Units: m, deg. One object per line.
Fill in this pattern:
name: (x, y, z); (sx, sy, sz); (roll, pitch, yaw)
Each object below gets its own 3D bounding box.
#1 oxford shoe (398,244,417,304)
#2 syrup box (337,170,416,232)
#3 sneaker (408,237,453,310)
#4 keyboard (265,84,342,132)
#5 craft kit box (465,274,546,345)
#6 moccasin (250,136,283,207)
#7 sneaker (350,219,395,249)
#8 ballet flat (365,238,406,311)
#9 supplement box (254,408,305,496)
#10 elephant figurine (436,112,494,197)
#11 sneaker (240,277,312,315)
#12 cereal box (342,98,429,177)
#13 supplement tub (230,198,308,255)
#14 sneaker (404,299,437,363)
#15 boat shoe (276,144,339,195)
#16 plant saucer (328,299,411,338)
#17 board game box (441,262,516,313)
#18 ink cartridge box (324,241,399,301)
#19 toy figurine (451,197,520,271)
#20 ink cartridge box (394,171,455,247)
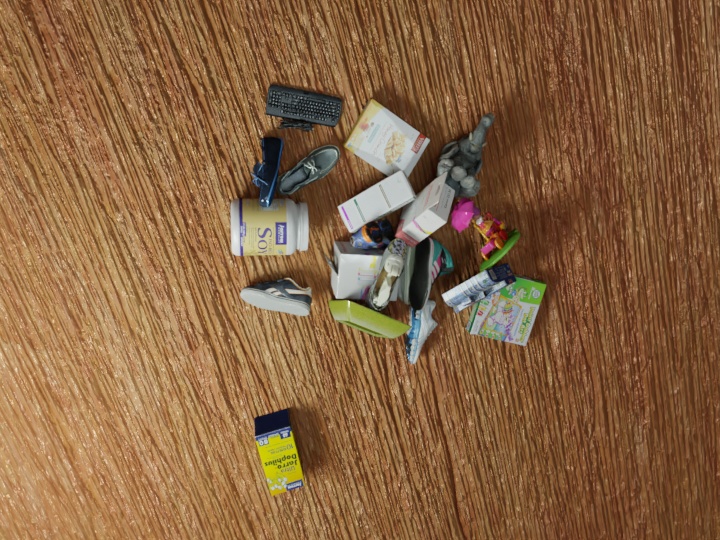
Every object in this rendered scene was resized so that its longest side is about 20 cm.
oxford shoe: (0.130, -0.006, 1.779); (0.057, 0.075, 0.206); (14, 106, 32)
syrup box: (0.045, -0.182, 1.666); (0.196, 0.079, 0.083); (-27, 87, 12)
sneaker: (0.203, 0.014, 1.766); (0.119, 0.083, 0.206); (7, 93, -41)
keyboard: (-0.146, -0.410, 1.616); (0.194, 0.040, 0.107); (7, 104, -12)
craft kit box: (0.437, 0.110, 1.882); (0.192, 0.049, 0.205); (11, 104, -17)
moccasin: (-0.242, -0.250, 1.593); (0.066, 0.205, 0.081); (10, 147, -8)
sneaker: (0.036, -0.093, 1.687); (0.077, 0.198, 0.077); (-20, 79, 28)
ballet flat: (0.075, 0.017, 1.634); (0.070, 0.072, 0.204); (20, 101, -16)
supplement box: (-0.237, 0.531, 1.834); (0.106, 0.110, 0.205); (-14, 109, -6)
elephant figurine: (0.283, -0.303, 1.694); (0.142, 0.152, 0.204); (54, 49, -48)
sneaker: (-0.228, 0.064, 1.722); (0.194, 0.079, 0.081); (13, 60, -1)
cereal box: (0.070, -0.343, 1.678); (0.197, 0.040, 0.146); (29, 100, -17)
supplement tub: (-0.237, -0.114, 1.628); (0.194, 0.146, 0.150); (-1, 107, -10)
sneaker: (0.183, 0.179, 1.837); (0.084, 0.075, 0.206); (3, 106, -18)
boat shoe: (-0.136, -0.261, 1.649); (0.197, 0.062, 0.074); (-31, 109, -1)
plant saucer: (0.015, 0.139, 1.721); (0.196, 0.199, 0.049); (24, 80, -16)
board game box: (0.316, 0.060, 1.761); (0.198, 0.198, 0.063); (-34, 78, 30)
ink cartridge box: (0.000, 0.000, 1.717); (0.194, 0.129, 0.129); (3, 106, -11)
toy figurine: (0.338, -0.129, 1.751); (0.184, 0.200, 0.150); (46, 128, -1)
ink cartridge box: (0.181, -0.160, 1.657); (0.067, 0.199, 0.119); (31, 55, -17)
